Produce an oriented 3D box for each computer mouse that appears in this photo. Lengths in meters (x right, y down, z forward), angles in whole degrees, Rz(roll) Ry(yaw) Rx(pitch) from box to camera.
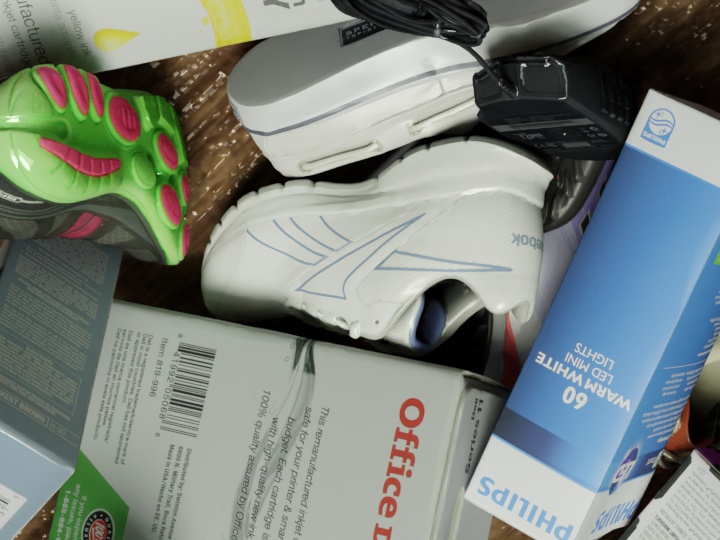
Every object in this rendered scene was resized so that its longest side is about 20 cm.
[{"bbox_3d":[0.056,-0.091,0.737,0.058,0.034,0.200,0,164,36],"label":"computer mouse"}]

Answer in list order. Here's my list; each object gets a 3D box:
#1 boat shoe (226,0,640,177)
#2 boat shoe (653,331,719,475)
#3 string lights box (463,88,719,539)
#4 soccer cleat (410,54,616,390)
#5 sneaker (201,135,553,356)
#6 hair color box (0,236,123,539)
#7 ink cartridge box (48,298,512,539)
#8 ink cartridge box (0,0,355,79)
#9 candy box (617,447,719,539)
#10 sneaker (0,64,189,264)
[{"bbox_3d":[0.039,-0.094,0.819,0.199,0.072,0.066,-21,131,10],"label":"boat shoe"},{"bbox_3d":[0.168,0.063,0.886,0.200,0.063,0.071,-35,118,25],"label":"boat shoe"},{"bbox_3d":[0.127,0.024,0.815,0.059,0.103,0.201,28,101,21],"label":"string lights box"},{"bbox_3d":[0.088,-0.014,0.881,0.073,0.068,0.201,0,120,-42],"label":"soccer cleat"},{"bbox_3d":[0.000,0.000,0.841,0.199,0.088,0.074,-16,155,37],"label":"sneaker"},{"bbox_3d":[-0.169,0.046,0.830,0.060,0.200,0.099,35,117,-19],"label":"hair color box"},{"bbox_3d":[-0.038,0.105,0.857,0.199,0.083,0.148,11,86,25],"label":"ink cartridge box"},{"bbox_3d":[-0.086,-0.172,0.759,0.199,0.084,0.146,-11,122,7],"label":"ink cartridge box"},{"bbox_3d":[0.155,0.185,0.906,0.136,0.061,0.200,11,121,-54],"label":"candy box"},{"bbox_3d":[-0.133,-0.047,0.806,0.083,0.077,0.200,-5,166,16],"label":"sneaker"}]
